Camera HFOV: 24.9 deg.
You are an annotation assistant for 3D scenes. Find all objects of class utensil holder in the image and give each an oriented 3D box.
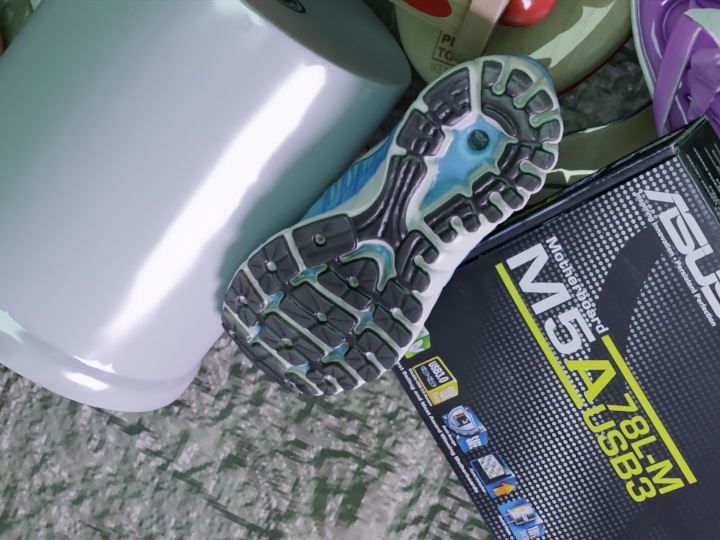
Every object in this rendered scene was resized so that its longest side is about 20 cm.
[{"bbox_3d":[-0.095,-0.061,0.769,0.170,0.170,0.200,42,110,3],"label":"utensil holder"}]

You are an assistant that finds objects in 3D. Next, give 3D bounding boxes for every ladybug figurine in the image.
[{"bbox_3d":[0.093,-0.159,0.791,0.135,0.072,0.201,26,84,29],"label":"ladybug figurine"}]

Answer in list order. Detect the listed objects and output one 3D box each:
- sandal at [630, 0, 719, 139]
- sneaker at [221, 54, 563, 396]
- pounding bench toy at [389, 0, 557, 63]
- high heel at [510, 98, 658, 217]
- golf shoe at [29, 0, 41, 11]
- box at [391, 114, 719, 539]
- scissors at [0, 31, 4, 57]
[{"bbox_3d":[0.161,-0.065,0.708,0.082,0.050,0.204,-6,97,23],"label":"sandal"},{"bbox_3d":[0.020,-0.020,0.729,0.078,0.090,0.200,47,115,-4],"label":"sneaker"},{"bbox_3d":[0.037,-0.189,0.645,0.156,0.200,0.125,31,78,2],"label":"pounding bench toy"},{"bbox_3d":[0.099,-0.061,0.772,0.142,0.072,0.200,27,123,-17],"label":"high heel"},{"bbox_3d":[-0.147,-0.187,0.828,0.077,0.088,0.201,-7,96,6],"label":"golf shoe"},{"bbox_3d":[0.122,0.060,0.737,0.193,0.047,0.201,-27,96,42],"label":"box"},{"bbox_3d":[-0.209,-0.049,0.876,0.014,0.073,0.201,12,119,34],"label":"scissors"}]
